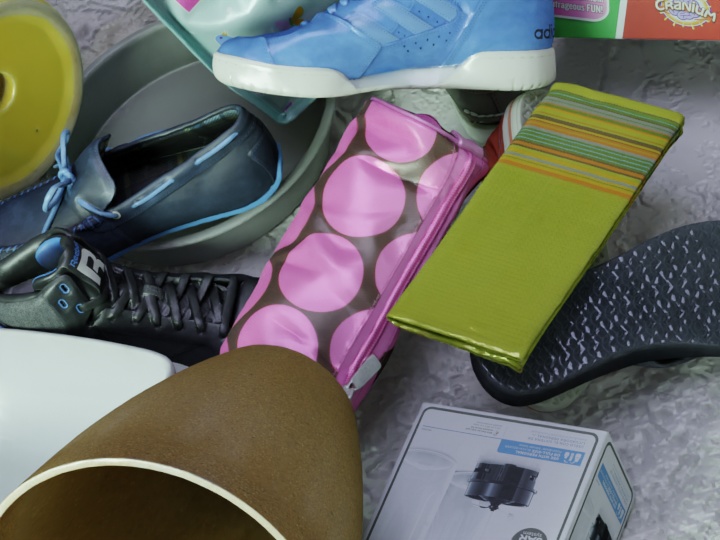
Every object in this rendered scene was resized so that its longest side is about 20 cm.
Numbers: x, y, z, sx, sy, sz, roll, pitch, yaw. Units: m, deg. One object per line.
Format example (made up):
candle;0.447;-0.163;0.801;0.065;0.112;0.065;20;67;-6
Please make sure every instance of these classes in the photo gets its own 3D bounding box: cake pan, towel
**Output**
cake pan;-0.104;-0.082;1.649;0.199;0.037;0.201;-12;49;14
towel;0.099;-0.028;1.437;0.086;0.018;0.200;17;52;27

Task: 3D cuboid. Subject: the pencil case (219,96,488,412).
pencil case;0.000;0.000;1.480;0.093;0.091;0.201;5;64;55

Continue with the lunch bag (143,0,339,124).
lunch bag;-0.090;-0.214;1.579;0.122;0.200;0.171;-38;43;20

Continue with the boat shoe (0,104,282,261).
boat shoe;-0.148;-0.057;1.573;0.199;0.069;0.084;-23;47;3

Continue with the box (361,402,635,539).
box;0.054;0.173;1.356;0.116;0.060;0.201;9;57;29

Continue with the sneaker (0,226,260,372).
sneaker;-0.127;0.021;1.522;0.198;0.112;0.073;-9;50;15

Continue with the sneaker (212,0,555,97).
sneaker;0.013;-0.159;1.511;0.198;0.112;0.077;-1;10;2

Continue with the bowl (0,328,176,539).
bowl;-0.203;0.127;1.450;0.199;0.075;0.200;5;42;34

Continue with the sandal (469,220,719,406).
sandal;0.154;0.024;1.432;0.199;0.043;0.077;-12;67;-8

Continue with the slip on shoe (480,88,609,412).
slip on shoe;0.099;-0.007;1.492;0.061;0.074;0.201;-44;40;49

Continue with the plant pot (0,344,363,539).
plant pot;-0.072;0.124;1.330;0.185;0.188;0.200;-3;27;20

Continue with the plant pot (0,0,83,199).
plant pot;-0.280;-0.133;1.647;0.188;0.201;0.201;23;63;39

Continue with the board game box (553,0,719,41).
board game box;0.197;-0.187;1.572;0.199;0.041;0.153;3;30;24

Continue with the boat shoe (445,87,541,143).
boat shoe;0.054;-0.162;1.634;0.072;0.060;0.202;-28;47;-2
